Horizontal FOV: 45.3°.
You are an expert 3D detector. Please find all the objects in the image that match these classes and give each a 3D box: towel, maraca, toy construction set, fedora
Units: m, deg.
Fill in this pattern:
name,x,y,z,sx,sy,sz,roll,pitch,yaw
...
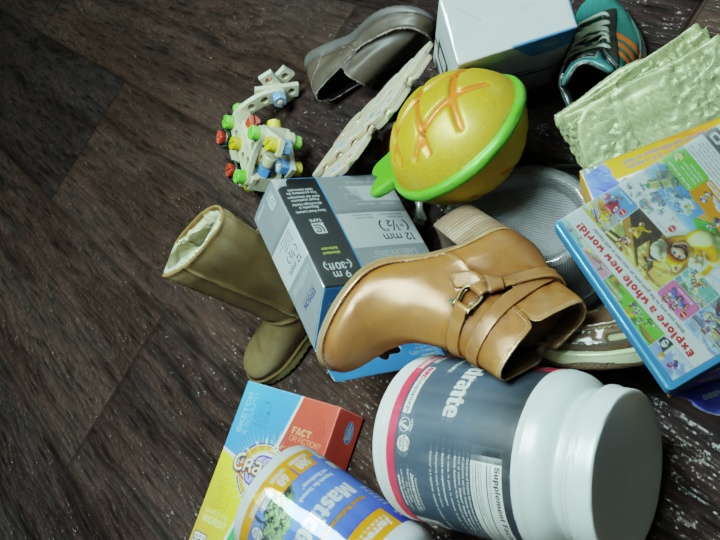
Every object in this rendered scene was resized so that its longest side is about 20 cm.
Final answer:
name,x,y,z,sx,sy,sz,roll,pitch,yaw
towel,0.262,-0.078,0.697,0.147,0.036,0.202,-29,85,24
maraca,0.075,-0.119,0.787,0.138,0.107,0.199,-56,24,-18
toy construction set,-0.131,-0.182,1.133,0.132,0.091,0.202,-54,29,40
fedora,0.156,-0.034,0.792,0.199,0.090,0.178,27,86,47

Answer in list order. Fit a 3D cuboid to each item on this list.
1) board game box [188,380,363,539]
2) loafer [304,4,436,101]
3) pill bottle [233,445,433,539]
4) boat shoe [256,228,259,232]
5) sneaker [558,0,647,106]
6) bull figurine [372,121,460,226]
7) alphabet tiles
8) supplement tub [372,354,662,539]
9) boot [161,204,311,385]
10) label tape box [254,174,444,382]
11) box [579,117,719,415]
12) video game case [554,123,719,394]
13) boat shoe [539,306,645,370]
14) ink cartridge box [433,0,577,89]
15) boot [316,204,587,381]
name,x,y,z,sx,sy,sz,roll,pitch,yaw
board game box,-0.093,0.229,0.903,0.152,0.040,0.203,6,71,44
loafer,0.014,-0.261,1.074,0.198,0.073,0.072,-18,66,40
pill bottle,-0.005,0.248,0.745,0.198,0.112,0.113,27,85,30
boat shoe,-0.068,-0.029,1.005,0.198,0.076,0.073,-1,64,40
sneaker,0.230,-0.197,0.825,0.071,0.080,0.203,-20,55,33
bull figurine,0.067,-0.112,0.919,0.199,0.064,0.124,-5,80,60
alphabet tiles,0.009,-0.167,0.953,0.197,0.015,0.200,-58,13,-26
supplement tub,0.121,0.145,0.687,0.198,0.140,0.142,2,68,42
boot,-0.129,0.031,0.928,0.175,0.199,0.066,-46,43,17
label tape box,0.000,0.000,0.842,0.201,0.142,0.066,61,139,30
box,0.247,-0.003,0.614,0.118,0.042,0.202,-20,62,8
video game case,0.255,-0.026,0.591,0.198,0.018,0.144,-31,64,3
boat shoe,0.233,0.027,0.671,0.199,0.075,0.076,-8,101,18
ink cartridge box,0.137,-0.219,0.861,0.114,0.200,0.068,-17,84,2
boot,0.068,0.044,0.693,0.200,0.074,0.155,-42,45,-1
